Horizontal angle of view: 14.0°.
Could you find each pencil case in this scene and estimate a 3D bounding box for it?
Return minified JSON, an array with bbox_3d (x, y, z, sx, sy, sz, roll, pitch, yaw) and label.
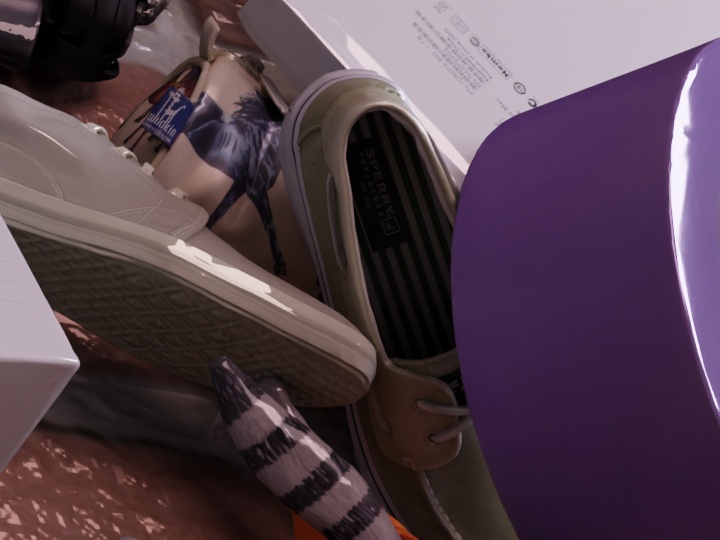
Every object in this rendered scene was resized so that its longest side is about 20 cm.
[{"bbox_3d":[0.000,0.000,1.048,0.200,0.090,0.078,33,16,-12],"label":"pencil case"}]

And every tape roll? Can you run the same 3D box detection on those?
[{"bbox_3d":[0.119,0.029,0.980,0.200,0.085,0.201,31,49,-46],"label":"tape roll"}]

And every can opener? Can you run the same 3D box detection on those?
[{"bbox_3d":[-0.114,-0.141,1.142,0.078,0.063,0.200,26,32,-22],"label":"can opener"}]

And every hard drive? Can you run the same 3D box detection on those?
[{"bbox_3d":[0.058,-0.091,1.084,0.132,0.026,0.200,47,44,2],"label":"hard drive"}]

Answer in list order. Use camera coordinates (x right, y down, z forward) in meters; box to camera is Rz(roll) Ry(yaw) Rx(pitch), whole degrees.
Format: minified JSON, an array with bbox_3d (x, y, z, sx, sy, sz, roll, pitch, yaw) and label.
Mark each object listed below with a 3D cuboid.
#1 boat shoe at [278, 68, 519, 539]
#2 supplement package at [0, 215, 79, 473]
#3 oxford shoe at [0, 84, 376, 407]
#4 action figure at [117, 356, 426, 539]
[{"bbox_3d":[0.023,0.030,0.984,0.062,0.072,0.201,-129,-165,-78],"label":"boat shoe"},{"bbox_3d":[-0.187,-0.014,0.835,0.113,0.110,0.200,5,44,-46],"label":"supplement package"},{"bbox_3d":[-0.082,-0.015,0.959,0.199,0.075,0.058,25,60,3],"label":"oxford shoe"},{"bbox_3d":[0.010,0.122,0.882,0.193,0.105,0.200,31,25,7],"label":"action figure"}]
